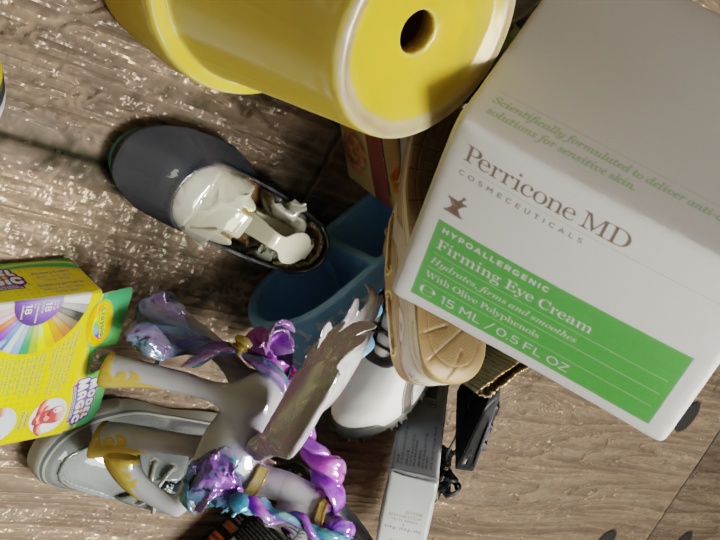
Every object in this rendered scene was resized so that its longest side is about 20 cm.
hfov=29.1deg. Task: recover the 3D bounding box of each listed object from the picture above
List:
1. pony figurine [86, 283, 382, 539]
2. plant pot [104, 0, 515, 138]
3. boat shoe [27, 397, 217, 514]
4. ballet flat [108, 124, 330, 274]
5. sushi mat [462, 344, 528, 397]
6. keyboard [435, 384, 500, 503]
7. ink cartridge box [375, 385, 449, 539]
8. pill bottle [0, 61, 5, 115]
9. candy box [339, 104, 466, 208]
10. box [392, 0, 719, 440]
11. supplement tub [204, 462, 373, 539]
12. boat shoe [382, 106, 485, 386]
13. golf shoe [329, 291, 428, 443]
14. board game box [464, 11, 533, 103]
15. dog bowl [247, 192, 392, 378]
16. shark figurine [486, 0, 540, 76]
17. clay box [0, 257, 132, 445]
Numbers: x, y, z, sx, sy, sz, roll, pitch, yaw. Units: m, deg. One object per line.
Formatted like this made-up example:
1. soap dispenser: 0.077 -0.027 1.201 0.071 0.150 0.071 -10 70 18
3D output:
1. pony figurine: -0.070 0.092 0.917 0.167 0.199 0.194 -37 149 -77
2. plant pot: -0.022 -0.173 0.785 0.200 0.189 0.201 -28 139 -27
3. boat shoe: -0.149 0.142 1.026 0.200 0.071 0.070 8 116 -49
4. ballet flat: -0.084 -0.041 0.938 0.073 0.073 0.200 -54 145 5
5. sushi mat: 0.114 0.063 1.168 0.095 0.200 0.012 -33 99 -5
6. keyboard: 0.095 0.127 1.195 0.200 0.021 0.127 -69 -177 -76
7. ink cartridge box: 0.039 0.203 1.194 0.200 0.043 0.174 -73 174 -69
8. pill bottle: -0.234 -0.149 0.636 0.112 0.112 0.201 -29 139 -28
9. candy box: 0.075 -0.149 1.028 0.200 0.055 0.116 -35 141 -21
10. box: 0.161 -0.049 0.853 0.200 0.199 0.172 -54 169 -39
11. supplement tub: -0.088 0.269 1.164 0.200 0.122 0.123 -42 144 -13
12. boat shoe: 0.045 -0.017 0.963 0.073 0.069 0.201 13 71 -27
13. golf shoe: 0.032 0.047 1.148 0.200 0.078 0.095 -52 143 -17
14. board game box: 0.098 -0.226 0.950 0.200 0.032 0.120 -48 118 -11
15. dog bowl: 0.000 0.000 1.038 0.200 0.111 0.050 -39 121 -16
16. shark figurine: 0.092 -0.201 0.890 0.128 0.089 0.215 15 93 -27
17. clay box: -0.244 0.056 0.865 0.200 0.048 0.115 -7 127 -47
